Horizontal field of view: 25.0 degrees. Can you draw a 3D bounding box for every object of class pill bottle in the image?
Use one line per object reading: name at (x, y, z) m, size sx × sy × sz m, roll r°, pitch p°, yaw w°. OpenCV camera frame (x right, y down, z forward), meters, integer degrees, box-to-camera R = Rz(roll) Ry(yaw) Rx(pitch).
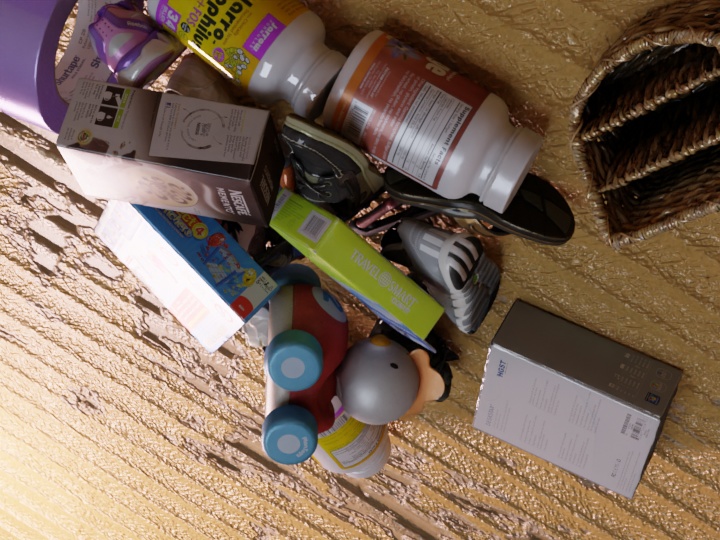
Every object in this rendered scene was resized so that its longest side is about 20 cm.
pill bottle at (-0.031, 0.178, 1.963) m, size 0.104 × 0.105 × 0.200 m, roll 10°, pitch 155°, yaw 29°
pill bottle at (-0.106, -0.236, 1.605) m, size 0.200 × 0.104 × 0.104 m, roll 38°, pitch 143°, yaw 8°
pill bottle at (0.072, -0.141, 1.583) m, size 0.199 × 0.112 × 0.112 m, roll 30°, pitch 142°, yaw 6°

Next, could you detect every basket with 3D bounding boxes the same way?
basket at (0.271, -0.136, 1.411) m, size 0.143 × 0.149 × 0.200 m, roll 48°, pitch 141°, yaw -16°

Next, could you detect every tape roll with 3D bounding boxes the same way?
tape roll at (-0.303, -0.244, 1.680) m, size 0.065 × 0.200 × 0.201 m, roll 22°, pitch 140°, yaw 17°

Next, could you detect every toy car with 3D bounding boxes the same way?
toy car at (-0.006, 0.102, 1.771) m, size 0.198 × 0.185 × 0.178 m, roll 3°, pitch 117°, yaw -4°

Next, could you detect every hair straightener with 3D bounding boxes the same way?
hair straightener at (0.049, -0.046, 1.753) m, size 0.077 × 0.041 × 0.200 m, roll 44°, pitch 136°, yaw -12°

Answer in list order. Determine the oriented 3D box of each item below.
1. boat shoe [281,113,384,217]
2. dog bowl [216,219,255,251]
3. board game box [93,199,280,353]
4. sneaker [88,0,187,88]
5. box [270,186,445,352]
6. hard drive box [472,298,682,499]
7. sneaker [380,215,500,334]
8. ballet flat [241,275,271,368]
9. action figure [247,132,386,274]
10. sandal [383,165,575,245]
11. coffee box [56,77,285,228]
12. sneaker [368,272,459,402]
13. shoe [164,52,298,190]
boat shoe at (-0.031, -0.097, 1.597) m, size 0.072 × 0.066 × 0.201 m, roll 30°, pitch 179°, yaw 21°
dog bowl at (-0.206, -0.072, 1.874) m, size 0.199 × 0.074 × 0.201 m, roll 26°, pitch 146°, yaw 19°
board game box at (-0.192, -0.013, 1.761) m, size 0.196 × 0.056 × 0.200 m, roll 46°, pitch 160°, yaw -3°
sneaker at (-0.231, -0.238, 1.668) m, size 0.088 × 0.200 × 0.081 m, roll 43°, pitch 99°, yaw -5°
box at (0.000, 0.000, 1.677) m, size 0.200 × 0.048 × 0.122 m, roll 40°, pitch 175°, yaw -36°
hard drive box at (0.235, 0.143, 1.786) m, size 0.199 × 0.077 × 0.156 m, roll 24°, pitch 140°, yaw 14°
sneaker at (0.080, -0.007, 1.729) m, size 0.115 × 0.075 × 0.200 m, roll 27°, pitch 163°, yaw 21°
ballet flat at (-0.103, 0.085, 1.984) m, size 0.073 × 0.073 × 0.201 m, roll 3°, pitch 131°, yaw 34°
action figure at (-0.070, -0.086, 1.744) m, size 0.105 × 0.199 × 0.194 m, roll 63°, pitch -175°, yaw 35°
sandal at (0.119, -0.064, 1.638) m, size 0.199 × 0.082 × 0.055 m, roll 11°, pitch 139°, yaw 9°
coffee box at (-0.183, -0.115, 1.599) m, size 0.199 × 0.080 × 0.113 m, roll 10°, pitch 158°, yaw 11°
sneaker at (0.070, 0.078, 1.846) m, size 0.114 × 0.076 × 0.200 m, roll 28°, pitch 145°, yaw 6°
shoe at (-0.138, -0.147, 1.776) m, size 0.070 × 0.053 × 0.200 m, roll -19°, pitch 120°, yaw 47°
